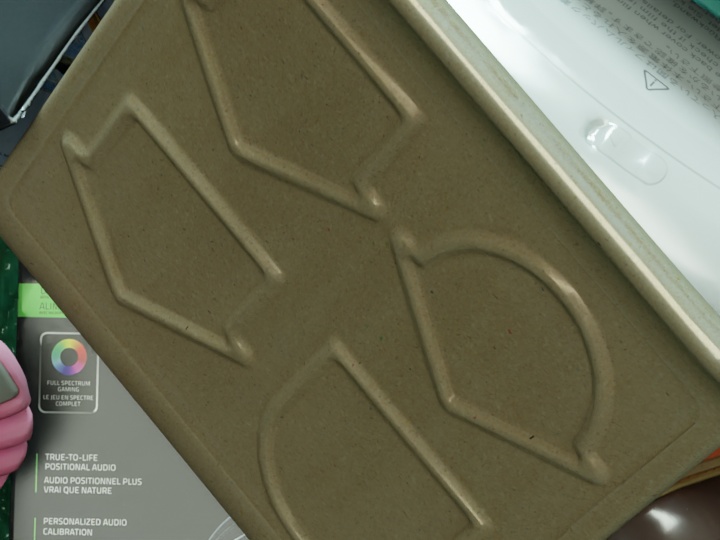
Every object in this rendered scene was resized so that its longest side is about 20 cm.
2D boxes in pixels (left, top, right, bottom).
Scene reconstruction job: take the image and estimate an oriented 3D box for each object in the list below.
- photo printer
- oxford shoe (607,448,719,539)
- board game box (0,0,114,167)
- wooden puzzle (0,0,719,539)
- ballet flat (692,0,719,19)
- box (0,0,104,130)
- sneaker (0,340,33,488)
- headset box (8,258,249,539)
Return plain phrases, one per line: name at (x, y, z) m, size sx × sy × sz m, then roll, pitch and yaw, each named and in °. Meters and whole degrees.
photo printer at (0.087, -0.051, 0.701) m, size 0.166 × 0.200 × 0.070 m, roll 38°, pitch 126°, yaw 6°
oxford shoe at (0.142, 0.073, 0.707) m, size 0.199 × 0.071 × 0.073 m, roll -12°, pitch 65°, yaw -33°
board game box at (-0.123, -0.119, 0.727) m, size 0.199 × 0.200 × 0.041 m, roll 22°, pitch 50°, yaw 7°
wooden puzzle at (0.000, 0.000, 0.631) m, size 0.046 × 0.200 × 0.185 m, roll -34°, pitch 81°, yaw -40°
ballet flat at (0.130, -0.069, 0.634) m, size 0.073 × 0.073 × 0.200 m, roll -45°, pitch 77°, yaw 0°
box at (-0.184, -0.118, 0.673) m, size 0.141 × 0.079 × 0.200 m, roll -19°, pitch 121°, yaw 39°
sneaker at (-0.160, 0.047, 0.728) m, size 0.079 × 0.200 × 0.096 m, roll -10°, pitch 66°, yaw -32°
headset box at (-0.015, 0.083, 0.747) m, size 0.173 × 0.093 × 0.201 m, roll 1°, pitch 85°, yaw 4°
